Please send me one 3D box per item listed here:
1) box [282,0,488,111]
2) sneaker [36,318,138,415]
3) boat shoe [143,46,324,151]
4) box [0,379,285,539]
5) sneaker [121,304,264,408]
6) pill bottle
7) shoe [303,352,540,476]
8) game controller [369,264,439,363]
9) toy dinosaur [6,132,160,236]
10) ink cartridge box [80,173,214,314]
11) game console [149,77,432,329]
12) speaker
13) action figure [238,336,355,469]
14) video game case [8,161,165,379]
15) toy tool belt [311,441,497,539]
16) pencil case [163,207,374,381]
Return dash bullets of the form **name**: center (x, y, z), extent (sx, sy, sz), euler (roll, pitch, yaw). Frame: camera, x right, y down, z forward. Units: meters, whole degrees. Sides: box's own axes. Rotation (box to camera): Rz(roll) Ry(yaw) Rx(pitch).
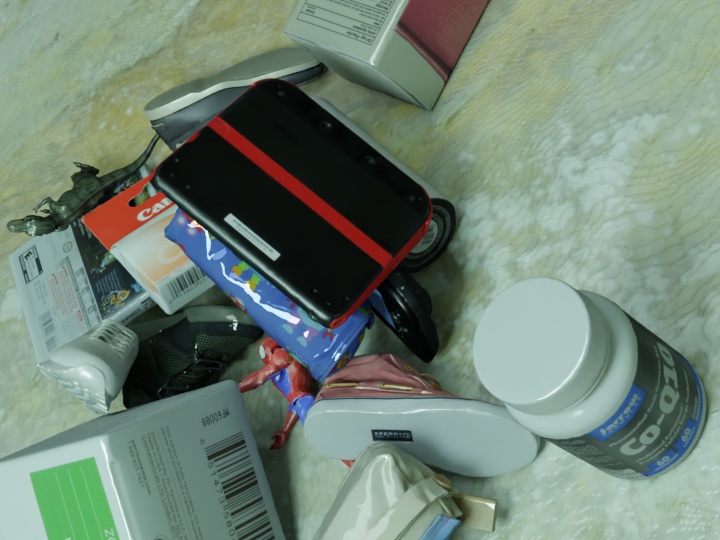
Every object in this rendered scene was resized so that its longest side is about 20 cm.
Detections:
- **box**: center (0.042, -0.273, 1.482), extent (0.128, 0.109, 0.201), euler (26, 87, 39)
- **sneaker**: center (-0.239, 0.080, 1.419), extent (0.081, 0.076, 0.200), euler (-50, 7, -9)
- **boat shoe**: center (-0.121, -0.174, 1.599), extent (0.199, 0.063, 0.073), euler (-17, 24, 16)
- **box**: center (-0.193, 0.224, 1.338), extent (0.171, 0.200, 0.200), euler (-17, 91, 32)
- **sneaker**: center (-0.159, 0.096, 1.484), extent (0.199, 0.076, 0.115), euler (-17, 66, 41)
- **pill bottle**: center (0.173, 0.081, 1.177), extent (0.113, 0.200, 0.114), euler (-14, 63, 30)
- **shoe**: center (0.056, 0.116, 1.329), extent (0.199, 0.072, 0.091), euler (2, 33, 13)
- **game controller**: center (0.000, 0.000, 1.380), extent (0.042, 0.105, 0.200), euler (-31, 52, -16)
- **toy dinosaur**: center (-0.289, -0.082, 1.628), extent (0.200, 0.048, 0.088), euler (-41, 19, -29)
- **ink cartridge box**: center (-0.173, -0.061, 1.536), extent (0.162, 0.050, 0.200), euler (-34, 47, -15)
- **game console**: center (-0.052, -0.062, 1.306), extent (0.200, 0.031, 0.177), euler (38, 53, 6)
- **speaker**: center (-0.001, -0.083, 1.450), extent (0.081, 0.081, 0.200), euler (-52, 51, 5)
- **action figure**: center (-0.062, 0.146, 1.404), extent (0.099, 0.065, 0.200), euler (-37, 53, 6)
- **video game case**: center (-0.268, -0.005, 1.601), extent (0.181, 0.023, 0.200), euler (-36, 41, 5)
- **toy tool belt**: center (0.018, 0.247, 1.271), extent (0.123, 0.125, 0.201), euler (30, 95, -4)
- **pencil case**: center (-0.074, 0.000, 1.329), extent (0.200, 0.078, 0.087), euler (44, 82, 2)
